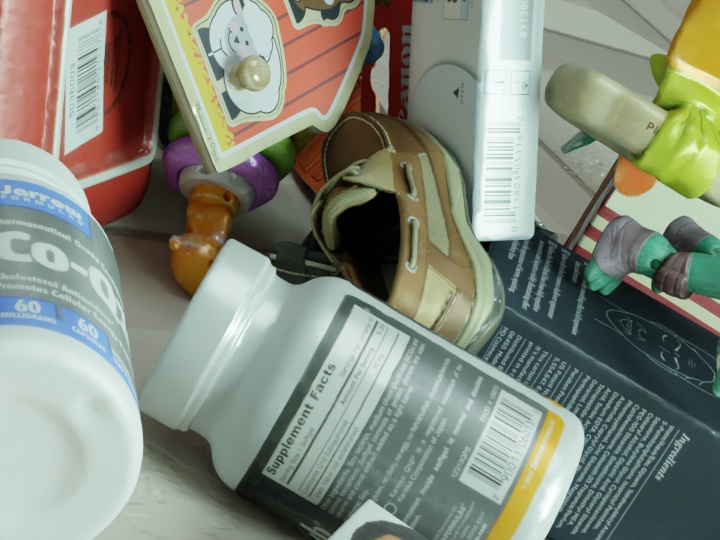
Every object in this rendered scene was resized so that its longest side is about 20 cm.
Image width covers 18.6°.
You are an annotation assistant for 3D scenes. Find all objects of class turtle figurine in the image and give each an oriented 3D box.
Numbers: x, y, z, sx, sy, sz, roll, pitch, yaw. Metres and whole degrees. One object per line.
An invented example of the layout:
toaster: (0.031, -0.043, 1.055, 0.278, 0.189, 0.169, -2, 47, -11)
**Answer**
turtle figurine: (0.226, 0.031, 1.200, 0.199, 0.101, 0.149, 33, 4, 38)

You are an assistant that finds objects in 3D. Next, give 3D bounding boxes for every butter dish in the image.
butter dish: (-0.197, -0.124, 1.201, 0.146, 0.202, 0.199, 12, 16, 17)

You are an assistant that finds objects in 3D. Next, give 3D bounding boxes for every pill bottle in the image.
pill bottle: (-0.001, 0.075, 1.069, 0.199, 0.117, 0.116, 30, 21, -1)
pill bottle: (-0.158, 0.028, 0.967, 0.113, 0.114, 0.200, 21, 24, -22)

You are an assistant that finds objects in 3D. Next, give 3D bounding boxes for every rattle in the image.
rattle: (0.181, -0.113, 1.270, 0.129, 0.144, 0.200, 14, 2, 12)

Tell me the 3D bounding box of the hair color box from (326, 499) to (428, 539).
hair color box: (-0.003, 0.176, 0.923, 0.101, 0.062, 0.200, 33, 21, 9)

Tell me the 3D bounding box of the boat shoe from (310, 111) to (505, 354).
boat shoe: (0.014, -0.029, 1.176, 0.073, 0.076, 0.200, 23, 23, -31)

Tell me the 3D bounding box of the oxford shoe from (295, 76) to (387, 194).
oxford shoe: (0.008, -0.059, 1.461, 0.073, 0.071, 0.201, 38, 22, -33)

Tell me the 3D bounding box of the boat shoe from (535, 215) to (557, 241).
boat shoe: (0.101, -0.003, 1.379, 0.201, 0.060, 0.075, 58, 18, 15)

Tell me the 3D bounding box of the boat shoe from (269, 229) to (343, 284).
boat shoe: (0.000, 0.000, 1.277, 0.071, 0.068, 0.200, 3, 10, 23)

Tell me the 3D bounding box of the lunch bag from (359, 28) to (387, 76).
lunch bag: (-0.080, -0.203, 1.499, 0.176, 0.082, 0.199, 32, -11, -28)

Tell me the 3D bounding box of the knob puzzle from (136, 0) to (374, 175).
knob puzzle: (-0.046, -0.171, 1.218, 0.030, 0.222, 0.219, -9, -10, 41)

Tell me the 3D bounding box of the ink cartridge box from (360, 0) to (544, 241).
ink cartridge box: (0.034, -0.108, 1.282, 0.047, 0.162, 0.199, -3, 9, -30)

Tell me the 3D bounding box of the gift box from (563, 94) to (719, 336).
gift box: (0.247, -0.013, 1.486, 0.186, 0.201, 0.185, 32, 26, 1)

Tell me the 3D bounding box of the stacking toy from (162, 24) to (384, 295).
stacking toy: (-0.073, -0.074, 1.275, 0.116, 0.109, 0.202, 35, 58, -38)

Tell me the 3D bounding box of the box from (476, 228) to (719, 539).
box: (0.132, 0.077, 1.250, 0.199, 0.108, 0.149, 30, 21, 0)

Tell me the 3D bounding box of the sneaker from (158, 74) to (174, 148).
sneaker: (-0.097, -0.123, 1.430, 0.079, 0.076, 0.200, 17, 26, -37)
